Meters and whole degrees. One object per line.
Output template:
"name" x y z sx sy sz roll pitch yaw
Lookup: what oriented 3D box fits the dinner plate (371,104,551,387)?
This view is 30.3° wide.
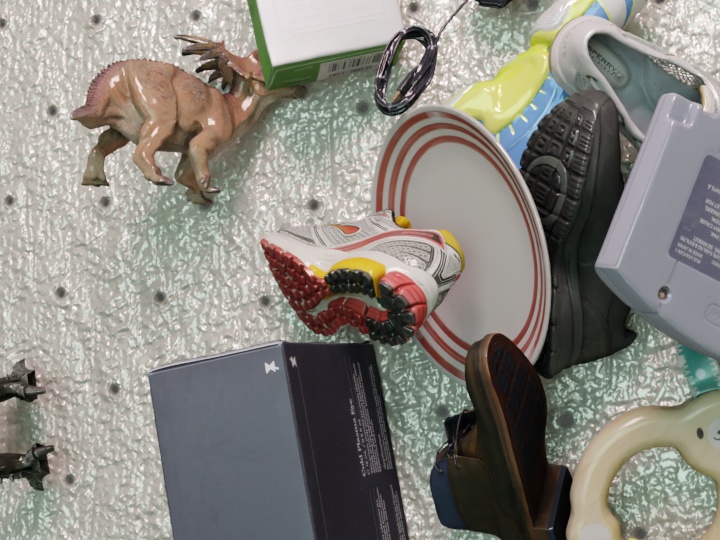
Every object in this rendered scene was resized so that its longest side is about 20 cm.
"dinner plate" 0.071 -0.016 0.918 0.199 0.024 0.203 30 127 49

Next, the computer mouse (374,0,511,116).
"computer mouse" 0.077 -0.185 0.950 0.058 0.034 0.200 38 79 21

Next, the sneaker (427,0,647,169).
"sneaker" 0.142 -0.116 0.931 0.200 0.076 0.106 -40 78 20

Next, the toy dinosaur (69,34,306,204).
"toy dinosaur" -0.141 -0.126 0.991 0.085 0.198 0.138 -2 83 49

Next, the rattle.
"rattle" 0.213 0.124 0.850 0.130 0.143 0.201 35 99 17

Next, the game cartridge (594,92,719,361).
"game cartridge" 0.242 -0.009 0.839 0.198 0.041 0.135 24 83 -24

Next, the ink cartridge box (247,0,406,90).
"ink cartridge box" -0.040 -0.246 0.988 0.102 0.059 0.203 -12 82 -9

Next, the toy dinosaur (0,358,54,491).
"toy dinosaur" -0.314 0.135 1.034 0.199 0.134 0.104 21 114 60

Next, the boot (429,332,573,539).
"boot" 0.078 0.121 0.889 0.096 0.201 0.075 -1 42 27

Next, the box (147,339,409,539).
"box" -0.048 0.155 0.919 0.103 0.182 0.203 -13 82 18

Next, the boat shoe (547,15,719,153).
"boat shoe" 0.212 -0.095 0.869 0.198 0.069 0.071 30 95 -9

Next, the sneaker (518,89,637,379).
"sneaker" 0.155 -0.026 0.889 0.089 0.076 0.202 -9 122 -19

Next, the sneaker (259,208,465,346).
"sneaker" 0.000 0.000 0.947 0.199 0.082 0.079 14 135 52
